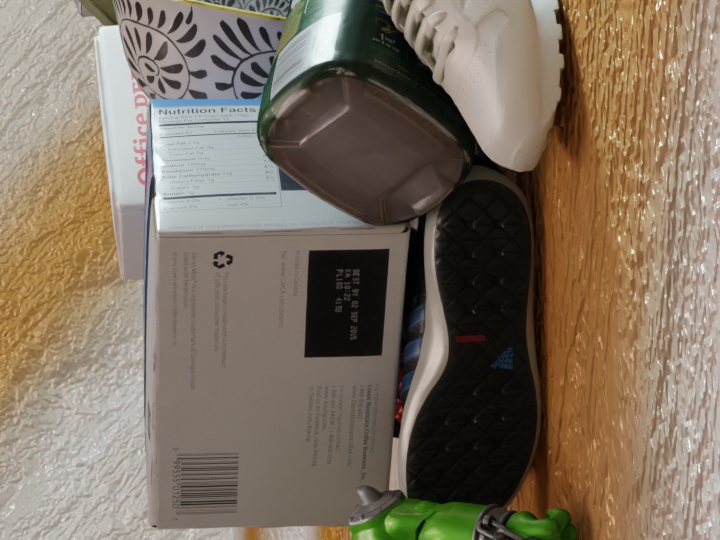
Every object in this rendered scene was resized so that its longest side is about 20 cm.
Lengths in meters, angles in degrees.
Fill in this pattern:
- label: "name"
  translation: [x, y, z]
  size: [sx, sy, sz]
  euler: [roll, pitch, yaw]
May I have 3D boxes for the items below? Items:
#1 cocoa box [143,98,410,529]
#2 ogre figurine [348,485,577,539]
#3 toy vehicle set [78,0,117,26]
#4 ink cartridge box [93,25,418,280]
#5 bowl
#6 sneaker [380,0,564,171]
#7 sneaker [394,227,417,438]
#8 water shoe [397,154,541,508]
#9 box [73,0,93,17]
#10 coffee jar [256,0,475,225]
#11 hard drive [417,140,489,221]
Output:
- label: "cocoa box"
  translation: [-0.049, 0.022, 1.324]
  size: [0.131, 0.133, 0.200]
  euler: [-100, 11, -53]
- label: "ogre figurine"
  translation: [0.044, 0.187, 1.251]
  size: [0.098, 0.120, 0.200]
  euler: [-54, -27, -29]
- label: "toy vehicle set"
  translation: [-0.082, -0.161, 1.627]
  size: [0.200, 0.124, 0.027]
  euler: [45, -152, -50]
- label: "ink cartridge box"
  translation: [-0.061, -0.082, 1.547]
  size: [0.083, 0.200, 0.147]
  euler: [96, 167, -56]
- label: "bowl"
  translation: [-0.058, -0.114, 1.443]
  size: [0.201, 0.200, 0.094]
  euler: [-123, 43, -74]
- label: "sneaker"
  translation: [0.043, -0.130, 1.172]
  size: [0.076, 0.080, 0.200]
  euler: [114, 150, -50]
- label: "sneaker"
  translation: [0.000, 0.000, 1.455]
  size: [0.096, 0.079, 0.200]
  euler: [-75, -29, -52]
- label: "water shoe"
  translation: [0.057, 0.038, 1.275]
  size: [0.079, 0.071, 0.200]
  euler: [-107, 23, -70]
- label: "box"
  translation: [-0.112, -0.252, 1.819]
  size: [0.101, 0.200, 0.113]
  euler: [-125, 33, -74]
- label: "coffee jar"
  translation: [0.008, -0.124, 1.251]
  size: [0.085, 0.104, 0.200]
  euler: [-38, 30, 35]
- label: "hard drive"
  translation: [0.059, 0.021, 1.376]
  size: [0.132, 0.025, 0.200]
  euler: [118, 146, -77]
